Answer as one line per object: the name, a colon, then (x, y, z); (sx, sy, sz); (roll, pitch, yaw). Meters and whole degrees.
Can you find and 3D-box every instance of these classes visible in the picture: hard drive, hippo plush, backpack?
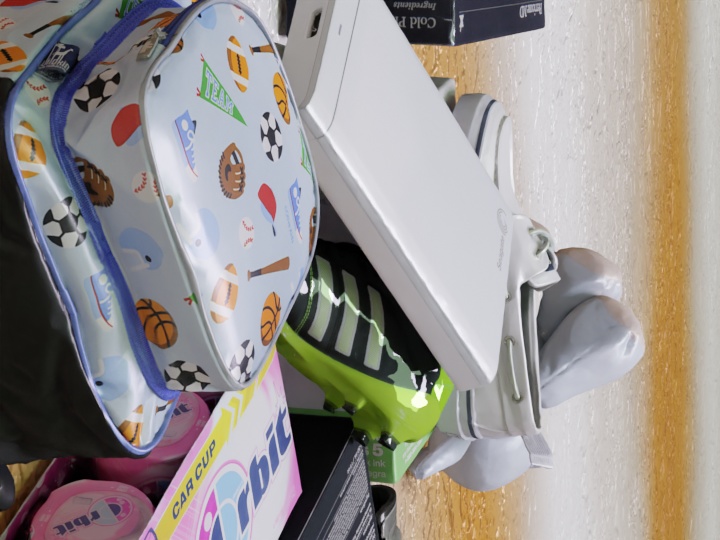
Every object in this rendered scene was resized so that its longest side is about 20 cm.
hard drive: (0.022, -0.052, 1.097); (0.200, 0.027, 0.132); (56, 30, -36)
hippo plush: (0.107, 0.079, 1.447); (0.161, 0.158, 0.201); (85, -1, -57)
backpack: (-0.103, -0.040, 0.854); (0.191, 0.153, 0.201); (-76, 158, -55)

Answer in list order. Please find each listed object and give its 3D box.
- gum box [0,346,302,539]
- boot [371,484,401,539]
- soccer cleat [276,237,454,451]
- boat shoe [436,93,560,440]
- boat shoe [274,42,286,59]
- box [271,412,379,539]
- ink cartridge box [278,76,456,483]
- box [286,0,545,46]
gum box: (-0.093, 0.113, 1.021); (0.200, 0.066, 0.114); (-61, 151, -51)
boot: (0.000, 0.243, 1.340); (0.131, 0.067, 0.201); (66, 26, -45)
soccer cleat: (-0.022, 0.011, 1.111); (0.200, 0.067, 0.081); (46, 69, -28)
boat shoe: (0.084, -0.001, 1.245); (0.074, 0.066, 0.201); (-17, 110, -71)
boat shoe: (-0.070, -0.083, 1.059); (0.201, 0.070, 0.072); (4, 102, -67)
box: (-0.054, 0.190, 1.133); (0.200, 0.079, 0.142); (-60, 146, -51)
ink cartridge box: (0.000, 0.000, 1.233); (0.146, 0.084, 0.201); (-47, 138, -62)
box: (0.038, -0.229, 1.261); (0.200, 0.104, 0.183); (-23, 115, -68)
